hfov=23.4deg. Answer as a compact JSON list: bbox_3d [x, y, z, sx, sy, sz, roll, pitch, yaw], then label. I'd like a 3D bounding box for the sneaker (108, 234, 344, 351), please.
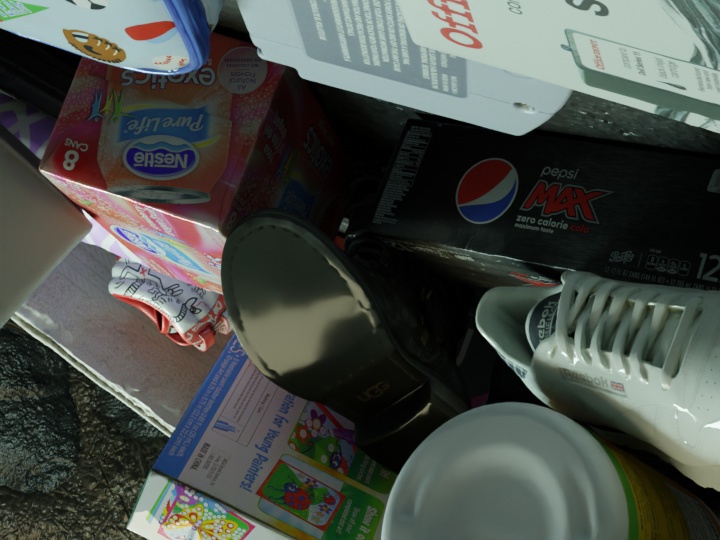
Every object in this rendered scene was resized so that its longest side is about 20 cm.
[{"bbox_3d":[-0.074,0.013,1.201,0.201,0.108,0.067,23,169,-17],"label":"sneaker"}]

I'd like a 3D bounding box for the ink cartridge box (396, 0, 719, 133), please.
[{"bbox_3d":[0.103,-0.087,0.401,0.200,0.083,0.147,19,169,16],"label":"ink cartridge box"}]

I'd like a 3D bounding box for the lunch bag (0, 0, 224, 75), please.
[{"bbox_3d":[-0.143,-0.145,0.616,0.200,0.076,0.160,17,167,11],"label":"lunch bag"}]

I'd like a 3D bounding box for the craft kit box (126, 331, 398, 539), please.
[{"bbox_3d":[0.000,0.113,0.919,0.197,0.049,0.200,24,-154,2],"label":"craft kit box"}]

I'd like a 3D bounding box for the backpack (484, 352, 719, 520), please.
[{"bbox_3d":[0.180,0.067,0.910,0.200,0.163,0.154,9,175,22],"label":"backpack"}]

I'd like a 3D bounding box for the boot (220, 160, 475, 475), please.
[{"bbox_3d":[0.000,0.000,0.900,0.069,0.174,0.200,-25,125,21],"label":"boot"}]

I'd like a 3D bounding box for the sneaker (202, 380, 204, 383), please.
[{"bbox_3d":[-0.018,0.135,1.071,0.200,0.082,0.070,27,172,-7],"label":"sneaker"}]

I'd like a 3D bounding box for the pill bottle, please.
[{"bbox_3d":[0.104,0.137,0.784,0.111,0.111,0.200,13,168,36],"label":"pill bottle"}]

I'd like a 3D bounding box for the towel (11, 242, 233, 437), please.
[{"bbox_3d":[-0.153,0.021,1.222,0.200,0.133,0.034,36,156,-4],"label":"towel"}]

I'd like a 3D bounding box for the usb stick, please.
[{"bbox_3d":[-0.177,-0.105,1.003,0.055,0.033,0.200,9,165,45],"label":"usb stick"}]

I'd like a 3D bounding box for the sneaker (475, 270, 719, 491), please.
[{"bbox_3d":[0.118,0.036,0.710,0.080,0.076,0.200,34,164,-18],"label":"sneaker"}]

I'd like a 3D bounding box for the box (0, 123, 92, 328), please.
[{"bbox_3d":[-0.276,-0.036,0.943,0.200,0.171,0.199,42,177,-13],"label":"box"}]

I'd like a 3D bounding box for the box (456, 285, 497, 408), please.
[{"bbox_3d":[0.089,0.063,1.074,0.200,0.132,0.115,20,171,4],"label":"box"}]

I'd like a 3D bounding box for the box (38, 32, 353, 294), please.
[{"bbox_3d":[-0.078,-0.051,0.912,0.102,0.095,0.200,19,170,13],"label":"box"}]

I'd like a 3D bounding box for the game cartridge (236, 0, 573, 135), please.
[{"bbox_3d":[0.018,-0.102,0.613,0.133,0.042,0.200,12,169,6],"label":"game cartridge"}]

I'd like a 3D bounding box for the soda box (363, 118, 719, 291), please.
[{"bbox_3d":[0.105,-0.020,0.807,0.200,0.063,0.071,13,168,39],"label":"soda box"}]

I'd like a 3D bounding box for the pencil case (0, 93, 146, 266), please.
[{"bbox_3d":[-0.163,-0.049,1.115,0.200,0.084,0.086,18,-155,8],"label":"pencil case"}]
